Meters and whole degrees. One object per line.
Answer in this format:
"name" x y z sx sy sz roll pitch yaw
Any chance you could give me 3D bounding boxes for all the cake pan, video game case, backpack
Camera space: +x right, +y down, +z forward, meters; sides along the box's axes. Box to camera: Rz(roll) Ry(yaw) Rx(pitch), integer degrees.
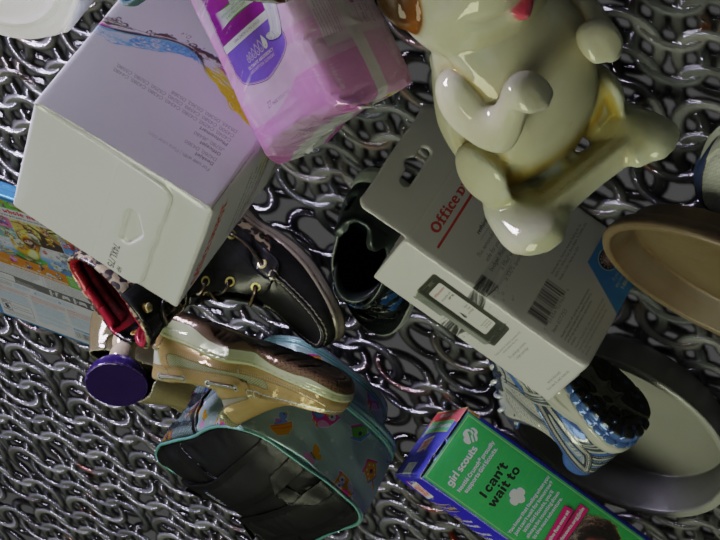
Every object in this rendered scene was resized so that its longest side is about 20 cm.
"cake pan" 0.210 0.121 1.634 0.200 0.037 0.200 23 146 16
"video game case" -0.304 -0.007 1.933 0.143 0.018 0.200 19 145 23
"backpack" -0.061 0.149 1.799 0.176 0.153 0.200 39 159 -12

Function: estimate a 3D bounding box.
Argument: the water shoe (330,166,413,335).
"water shoe" 0.000 0.000 1.617 0.071 0.079 0.200 23 147 16

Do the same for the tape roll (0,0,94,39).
"tape roll" -0.274 -0.267 1.510 0.202 0.071 0.203 22 146 16

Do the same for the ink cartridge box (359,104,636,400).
"ink cartridge box" 0.093 -0.015 1.483 0.200 0.116 0.068 36 146 -3

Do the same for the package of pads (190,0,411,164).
"package of pads" -0.054 -0.182 1.358 0.120 0.076 0.200 -29 86 55

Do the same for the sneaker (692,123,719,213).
"sneaker" 0.276 -0.060 1.289 0.075 0.088 0.200 43 148 -19

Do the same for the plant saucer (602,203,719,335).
"plant saucer" 0.261 0.009 1.398 0.200 0.030 0.200 26 167 6

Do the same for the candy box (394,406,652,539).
"candy box" 0.137 0.200 1.718 0.200 0.077 0.169 34 173 -3

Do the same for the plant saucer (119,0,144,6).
"plant saucer" -0.178 -0.254 1.370 0.200 0.070 0.019 51 173 29

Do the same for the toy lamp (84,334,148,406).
"toy lamp" -0.187 0.024 1.706 0.058 0.200 0.058 2 135 2

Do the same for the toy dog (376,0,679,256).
"toy dog" 0.095 -0.147 1.314 0.194 0.139 0.200 53 174 50

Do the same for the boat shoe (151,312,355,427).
"boat shoe" -0.092 0.095 1.690 0.200 0.076 0.072 19 -178 37

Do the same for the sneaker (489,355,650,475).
"sneaker" 0.125 0.076 1.553 0.200 0.077 0.085 50 131 21

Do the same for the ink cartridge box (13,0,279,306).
"ink cartridge box" -0.130 -0.111 1.469 0.146 0.200 0.147 32 148 2

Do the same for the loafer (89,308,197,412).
"loafer" -0.184 0.103 1.920 0.200 0.068 0.076 41 147 -20

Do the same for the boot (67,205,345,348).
"boot" -0.124 0.015 1.643 0.200 0.151 0.073 47 148 10

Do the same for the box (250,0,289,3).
"box" -0.083 -0.288 1.193 0.166 0.200 0.164 13 143 30
